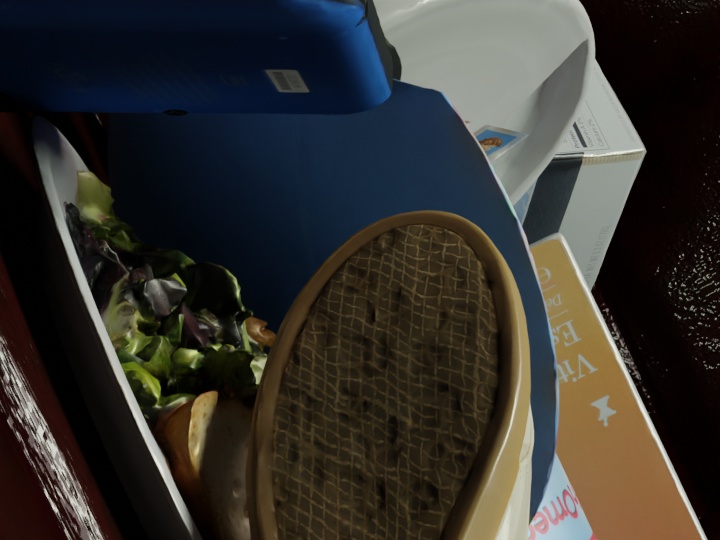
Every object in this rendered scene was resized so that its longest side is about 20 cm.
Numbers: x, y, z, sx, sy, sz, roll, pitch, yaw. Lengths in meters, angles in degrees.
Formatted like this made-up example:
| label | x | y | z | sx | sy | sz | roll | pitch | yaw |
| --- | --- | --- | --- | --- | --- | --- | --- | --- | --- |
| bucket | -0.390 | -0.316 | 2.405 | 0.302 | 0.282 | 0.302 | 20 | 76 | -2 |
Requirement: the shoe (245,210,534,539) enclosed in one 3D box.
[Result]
| label | x | y | z | sx | sy | sz | roll | pitch | yaw |
| --- | --- | --- | --- | --- | --- | --- | --- | --- | --- |
| shoe | 0.006 | 0.077 | 0.678 | 0.053 | 0.069 | 0.201 | 77 | 17 | -56 |

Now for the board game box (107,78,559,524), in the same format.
| label | x | y | z | sx | sy | sz | roll | pitch | yaw |
| --- | --- | --- | --- | --- | --- | --- | --- | --- | --- |
| board game box | 0.000 | 0.000 | 0.852 | 0.199 | 0.039 | 0.159 | 19 | -55 | 44 |

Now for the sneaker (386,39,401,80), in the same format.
| label | x | y | z | sx | sy | sz | roll | pitch | yaw |
| --- | --- | --- | --- | --- | --- | --- | --- | --- | --- |
| sneaker | -0.025 | -0.121 | 0.905 | 0.076 | 0.115 | 0.199 | 29 | -3 | 36 |

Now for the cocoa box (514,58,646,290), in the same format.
| label | x | y | z | sx | sy | sz | roll | pitch | yaw |
| --- | --- | --- | --- | --- | --- | --- | --- | --- | --- |
| cocoa box | 0.031 | -0.026 | 1.335 | 0.201 | 0.130 | 0.134 | 108 | -32 | -43 |

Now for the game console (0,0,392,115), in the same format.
| label | x | y | z | sx | sy | sz | roll | pitch | yaw |
| --- | --- | --- | --- | --- | --- | --- | --- | --- | --- |
| game console | -0.079 | -0.106 | 0.691 | 0.200 | 0.169 | 0.119 | 36 | 54 | -86 |

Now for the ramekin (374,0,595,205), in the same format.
| label | x | y | z | sx | sy | sz | roll | pitch | yaw |
| --- | --- | --- | --- | --- | --- | --- | --- | --- | --- |
| ramekin | -0.010 | -0.072 | 1.123 | 0.094 | 0.202 | 0.203 | 52 | -4 | 27 |

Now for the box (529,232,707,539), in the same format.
| label | x | y | z | sx | sy | sz | roll | pitch | yaw |
| --- | --- | --- | --- | --- | --- | --- | --- | --- | --- |
| box | 0.060 | 0.105 | 1.186 | 0.201 | 0.152 | 0.106 | 64 | 1 | 2 |

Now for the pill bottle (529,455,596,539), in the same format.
| label | x | y | z | sx | sy | sz | roll | pitch | yaw |
| --- | --- | --- | --- | --- | --- | --- | --- | --- | --- |
| pill bottle | 0.034 | 0.108 | 1.076 | 0.109 | 0.108 | 0.201 | -95 | 160 | -86 |

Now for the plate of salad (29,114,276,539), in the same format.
| label | x | y | z | sx | sy | sz | roll | pitch | yaw |
| --- | --- | --- | --- | --- | --- | --- | --- | --- | --- |
| plate of salad | -0.039 | 0.043 | 0.769 | 0.201 | 0.048 | 0.200 | 64 | 2 | -3 |
